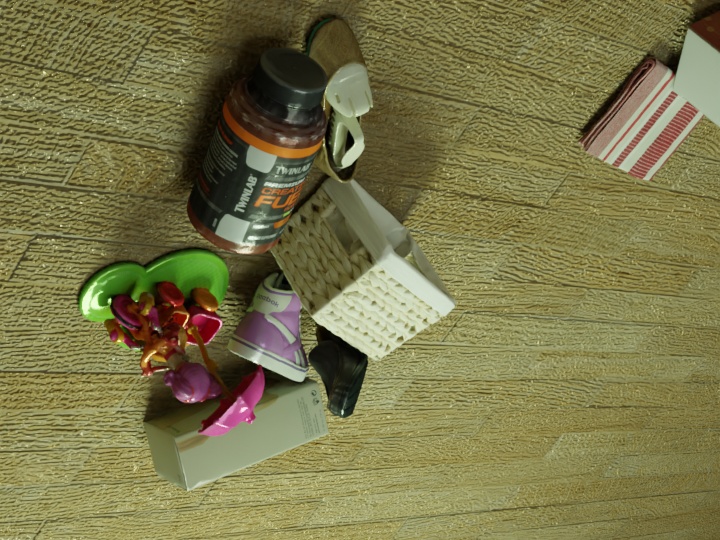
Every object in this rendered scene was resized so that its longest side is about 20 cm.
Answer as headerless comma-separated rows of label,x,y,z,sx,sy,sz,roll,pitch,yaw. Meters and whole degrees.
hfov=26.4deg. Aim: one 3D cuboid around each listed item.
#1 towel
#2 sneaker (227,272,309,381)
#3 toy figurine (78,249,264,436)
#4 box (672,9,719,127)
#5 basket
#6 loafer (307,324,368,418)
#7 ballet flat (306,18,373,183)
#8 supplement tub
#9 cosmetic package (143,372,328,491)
towel,0.373,-0.193,1.990,0.144,0.023,0.199,-51,148,16
sneaker,-0.087,0.064,1.811,0.200,0.072,0.115,49,64,-76
toy figurine,-0.183,0.090,1.637,0.150,0.185,0.199,-50,146,19
box,0.517,-0.259,1.909,0.199,0.152,0.107,-28,146,-25
basket,0.000,0.000,1.758,0.123,0.136,0.200,-38,149,8
loafer,-0.030,0.117,1.835,0.200,0.071,0.074,-78,-174,-73
ballet flat,-0.019,-0.165,1.582,0.067,0.073,0.201,-22,145,-24
supplement tub,-0.098,-0.120,1.528,0.106,0.107,0.201,-9,139,-38
cosmetic package,-0.150,0.191,1.861,0.198,0.105,0.072,-20,105,-28
